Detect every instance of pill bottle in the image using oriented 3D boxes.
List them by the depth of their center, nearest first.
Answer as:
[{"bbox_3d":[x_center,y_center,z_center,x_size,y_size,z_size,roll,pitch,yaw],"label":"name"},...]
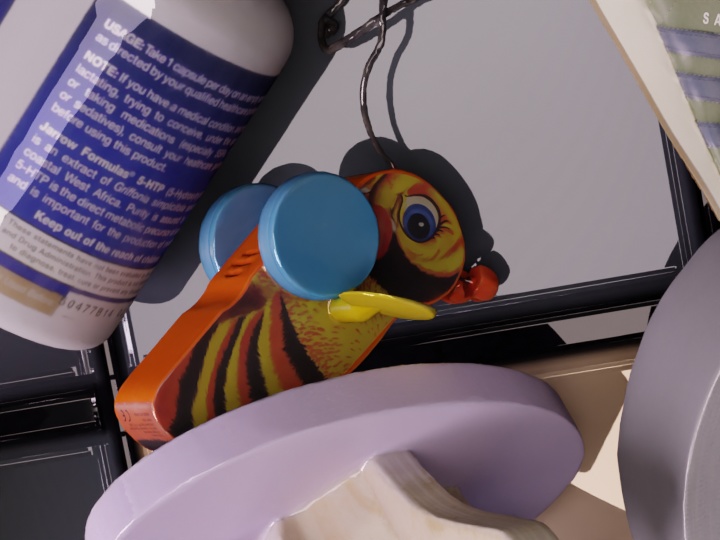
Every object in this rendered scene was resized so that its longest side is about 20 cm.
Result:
[{"bbox_3d":[-0.095,-0.083,0.971,0.119,0.120,0.200,35,102,3],"label":"pill bottle"}]

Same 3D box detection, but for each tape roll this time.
[{"bbox_3d":[0.196,0.063,0.931,0.199,0.066,0.202,-4,106,-15],"label":"tape roll"}]

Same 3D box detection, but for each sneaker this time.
[{"bbox_3d":[0.154,-0.075,0.958,0.090,0.067,0.201,-30,90,14],"label":"sneaker"}]

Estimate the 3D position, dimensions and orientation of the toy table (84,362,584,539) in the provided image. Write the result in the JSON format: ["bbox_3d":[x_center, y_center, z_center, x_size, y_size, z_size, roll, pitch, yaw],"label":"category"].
[{"bbox_3d":[0.012,0.120,0.938,0.199,0.184,0.117,-16,55,-20],"label":"toy table"}]

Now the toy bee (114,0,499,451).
[{"bbox_3d":[0.000,0.000,0.975,0.109,0.131,0.200,37,91,-22],"label":"toy bee"}]
